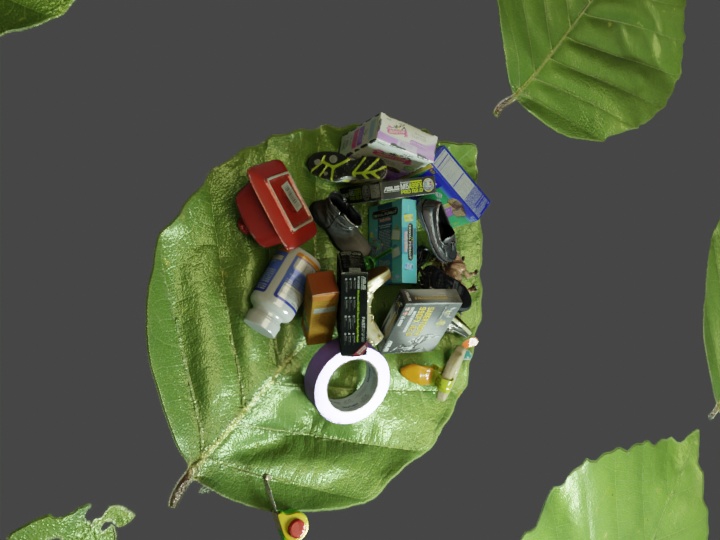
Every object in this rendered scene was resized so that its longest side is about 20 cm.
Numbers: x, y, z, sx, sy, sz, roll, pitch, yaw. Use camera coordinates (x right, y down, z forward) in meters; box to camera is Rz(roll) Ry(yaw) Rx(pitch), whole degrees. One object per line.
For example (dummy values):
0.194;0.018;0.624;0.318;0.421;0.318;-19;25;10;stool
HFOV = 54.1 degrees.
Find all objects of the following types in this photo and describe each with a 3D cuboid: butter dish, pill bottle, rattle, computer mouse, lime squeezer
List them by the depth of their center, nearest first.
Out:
-0.215;-0.129;1.604;0.201;0.147;0.199;62;23;-6;butter dish
-0.183;0.049;1.619;0.112;0.112;0.201;37;70;-22;pill bottle
0.000;0.000;1.746;0.199;0.071;0.038;-31;107;10;lime squeezer
0.198;0.039;1.805;0.199;0.053;0.139;38;46;-12;computer mouse
0.213;0.237;1.875;0.201;0.142;0.131;-60;146;-35;rattle

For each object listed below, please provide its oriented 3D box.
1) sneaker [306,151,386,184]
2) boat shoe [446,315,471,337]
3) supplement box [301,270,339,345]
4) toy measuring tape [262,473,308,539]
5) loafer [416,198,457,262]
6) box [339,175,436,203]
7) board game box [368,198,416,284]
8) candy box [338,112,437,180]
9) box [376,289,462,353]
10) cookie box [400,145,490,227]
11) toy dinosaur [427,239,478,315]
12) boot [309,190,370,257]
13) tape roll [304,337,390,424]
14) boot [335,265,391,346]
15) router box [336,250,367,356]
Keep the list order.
-0.034;-0.241;1.724;0.198;0.076;0.076;10;80;7;sneaker
0.212;0.131;1.865;0.200;0.072;0.066;35;97;-32;boat shoe
-0.093;0.089;1.607;0.068;0.201;0.067;-9;53;-14;supplement box
-0.165;0.549;1.616;0.073;0.073;0.202;-20;96;-29;toy measuring tape
0.202;-0.094;1.746;0.201;0.063;0.072;58;48;-35;loafer
0.064;-0.195;1.725;0.159;0.199;0.045;-11;97;-29;box
0.078;-0.066;1.751;0.047;0.150;0.202;3;85;-32;board game box
0.064;-0.298;1.732;0.166;0.199;0.072;18;74;-26;candy box
0.141;0.128;1.747;0.157;0.201;0.049;1;48;-24;box
0.208;-0.208;1.826;0.200;0.171;0.075;46;64;-17;cookie box
0.236;0.015;1.875;0.134;0.086;0.202;8;87;-29;toy dinosaur
-0.030;-0.102;1.704;0.200;0.131;0.070;40;68;-21;boot
-0.031;0.260;1.676;0.198;0.066;0.202;-9;111;-25;tape roll
0.020;0.097;1.721;0.199;0.073;0.156;-36;107;3;boot
-0.020;0.073;1.594;0.061;0.150;0.202;-1;109;-6;router box
